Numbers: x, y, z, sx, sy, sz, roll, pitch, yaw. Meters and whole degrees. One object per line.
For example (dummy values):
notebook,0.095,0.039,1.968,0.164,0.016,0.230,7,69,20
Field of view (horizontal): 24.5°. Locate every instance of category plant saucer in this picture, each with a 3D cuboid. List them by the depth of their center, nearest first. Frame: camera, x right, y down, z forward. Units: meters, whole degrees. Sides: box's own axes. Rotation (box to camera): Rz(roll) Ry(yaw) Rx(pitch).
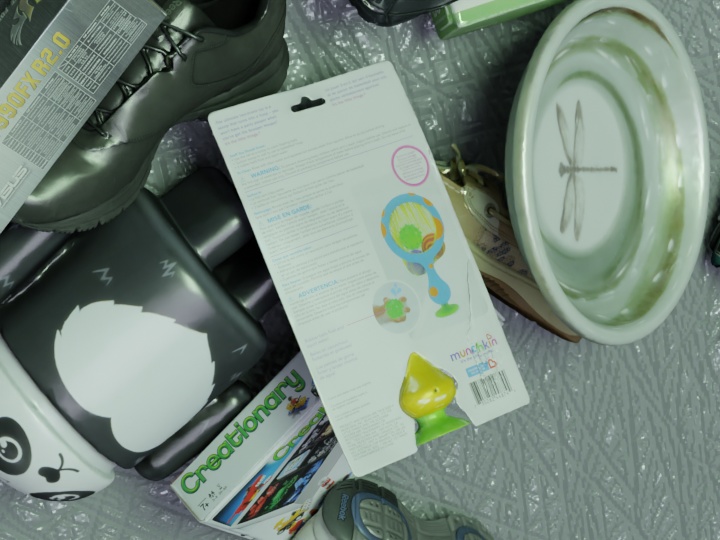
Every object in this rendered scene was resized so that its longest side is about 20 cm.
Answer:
plant saucer,0.133,-0.058,0.951,0.200,0.050,0.201,-3,94,-49

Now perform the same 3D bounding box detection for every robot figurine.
robot figurine,-0.131,0.036,0.900,0.200,0.125,0.150,-40,85,-1

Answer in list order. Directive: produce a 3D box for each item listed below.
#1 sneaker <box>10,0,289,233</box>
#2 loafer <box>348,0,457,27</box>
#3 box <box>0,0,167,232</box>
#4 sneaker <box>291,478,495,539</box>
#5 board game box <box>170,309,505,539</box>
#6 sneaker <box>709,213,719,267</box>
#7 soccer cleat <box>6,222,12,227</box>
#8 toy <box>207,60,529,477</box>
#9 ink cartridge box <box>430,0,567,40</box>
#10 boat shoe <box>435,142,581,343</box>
sneaker,-0.113,-0.098,0.843,0.200,0.076,0.091,-43,164,-30
loafer,0.083,-0.187,0.853,0.200,0.070,0.068,-29,95,-11
box,-0.200,-0.085,0.807,0.200,0.158,0.048,-52,131,4
sneaker,0.028,0.196,1.055,0.200,0.075,0.087,31,123,-34
board game box,-0.008,0.076,0.971,0.200,0.035,0.126,-46,155,2
sneaker,0.260,-0.035,1.037,0.080,0.071,0.201,-21,117,-15
soccer cleat,-0.248,0.007,0.895,0.200,0.067,0.077,-44,148,-5
toy,0.000,0.000,0.880,0.115,0.047,0.201,-20,81,-28
ink cartridge box,0.082,-0.245,0.912,0.145,0.048,0.201,-19,92,-11
boat shoe,0.075,-0.028,0.983,0.200,0.073,0.063,35,88,-38
